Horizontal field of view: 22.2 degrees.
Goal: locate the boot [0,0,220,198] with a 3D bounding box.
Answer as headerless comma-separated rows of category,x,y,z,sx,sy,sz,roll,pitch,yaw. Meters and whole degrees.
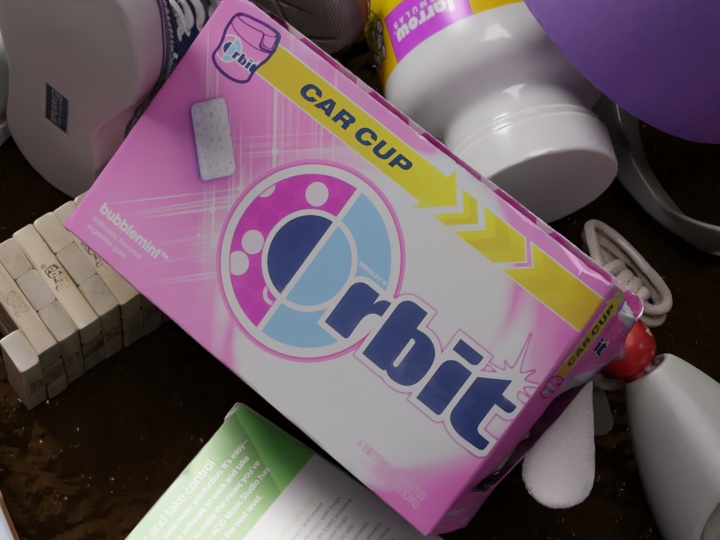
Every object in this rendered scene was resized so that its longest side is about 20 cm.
boot,-0.096,-0.104,0.753,0.073,0.200,0.090,42,68,-1

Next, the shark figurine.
shark figurine,0.130,-0.106,0.835,0.127,0.090,0.216,6,66,-1

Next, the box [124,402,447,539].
box,-0.017,0.158,0.713,0.199,0.036,0.145,32,69,26

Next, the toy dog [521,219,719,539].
toy dog,0.114,0.077,0.759,0.200,0.132,0.096,48,111,18

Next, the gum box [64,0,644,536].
gum box,0.000,0.000,0.702,0.200,0.066,0.114,39,97,16

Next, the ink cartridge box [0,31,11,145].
ink cartridge box,-0.221,-0.148,0.809,0.200,0.084,0.145,42,82,11

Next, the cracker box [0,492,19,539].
cracker box,-0.239,0.121,0.728,0.199,0.058,0.135,-22,72,-12

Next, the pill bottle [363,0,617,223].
pill bottle,0.050,-0.122,0.819,0.103,0.104,0.201,-13,67,-10

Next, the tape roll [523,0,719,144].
tape roll,0.145,-0.161,0.770,0.199,0.085,0.201,22,54,-33

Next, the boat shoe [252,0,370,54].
boat shoe,-0.069,-0.163,0.829,0.199,0.076,0.072,32,58,25

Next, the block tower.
block tower,-0.076,-0.022,0.800,0.199,0.054,0.058,-34,74,-17
